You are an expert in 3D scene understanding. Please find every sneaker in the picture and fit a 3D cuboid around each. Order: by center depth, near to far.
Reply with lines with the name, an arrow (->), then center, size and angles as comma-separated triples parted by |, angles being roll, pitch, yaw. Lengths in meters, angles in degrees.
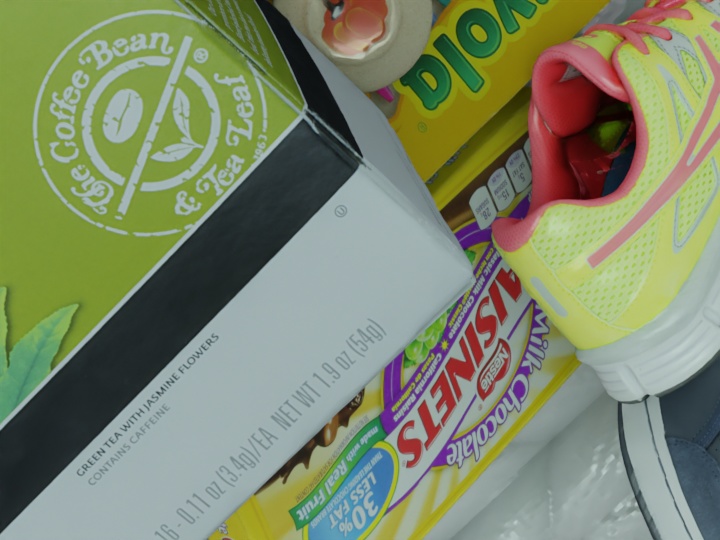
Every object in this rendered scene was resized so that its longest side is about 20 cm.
sneaker -> 0.101, -0.061, 0.877 | 0.090, 0.078, 0.201 | 36, 55, -22
sneaker -> 0.161, 0.023, 0.880 | 0.146, 0.203, 0.077 | -26, 134, 26

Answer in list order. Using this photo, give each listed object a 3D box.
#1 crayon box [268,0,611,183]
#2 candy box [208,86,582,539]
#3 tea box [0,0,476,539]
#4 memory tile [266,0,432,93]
crayon box -> -0.004, -0.126, 0.897 | 0.173, 0.058, 0.200 | 47, 56, -2
candy box -> 0.016, 0.032, 0.903 | 0.200, 0.026, 0.103 | -45, 128, -35
tea box -> -0.112, -0.013, 0.741 | 0.197, 0.134, 0.200 | 41, 99, -22
memory tile -> -0.018, -0.164, 0.790 | 0.153, 0.017, 0.201 | 23, 103, -9
